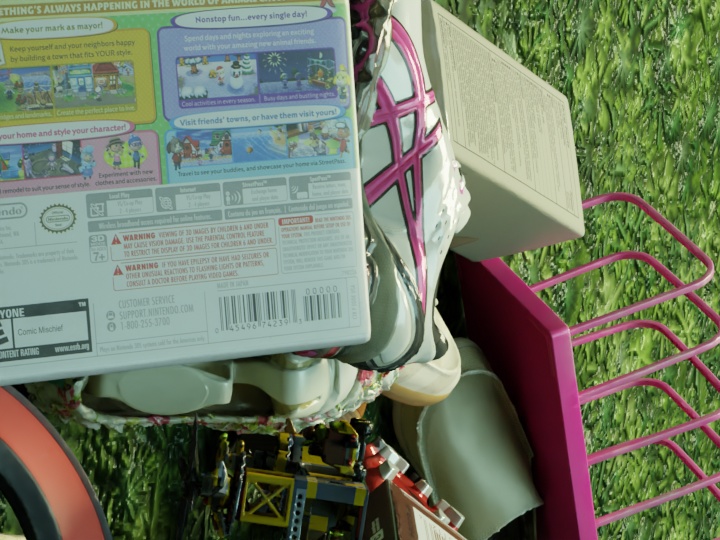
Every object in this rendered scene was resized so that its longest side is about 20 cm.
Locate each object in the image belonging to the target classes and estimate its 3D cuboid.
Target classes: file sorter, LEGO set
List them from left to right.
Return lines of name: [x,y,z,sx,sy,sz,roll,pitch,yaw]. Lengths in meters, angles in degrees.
LEGO set: [-0.066,0.155,1.199,0.154,0.115,0.202,-104,-157,-81]
file sorter: [0.153,0.073,1.643,0.125,0.139,0.201,-19,122,-15]

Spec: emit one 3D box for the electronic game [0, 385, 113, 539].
electronic game: [-0.183,0.116,1.088,0.199,0.042,0.201,23,49,-29]

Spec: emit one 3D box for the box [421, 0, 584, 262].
box: [0.053,-0.075,1.507,0.200,0.077,0.096,28,52,-60]

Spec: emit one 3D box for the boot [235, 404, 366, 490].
boot: [-0.042,0.006,1.389,0.200,0.076,0.156,54,43,-39]

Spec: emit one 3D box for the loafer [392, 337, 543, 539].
loafer: [0.075,0.126,1.613,0.075,0.068,0.201,-32,132,-17]

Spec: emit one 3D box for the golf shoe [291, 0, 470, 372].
golf shoe: [0.010,-0.052,1.265,0.092,0.072,0.202,12,80,-35]

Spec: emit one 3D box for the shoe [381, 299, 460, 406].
shoe: [0.000,0.000,1.347,0.200,0.053,0.070,46,33,-36]

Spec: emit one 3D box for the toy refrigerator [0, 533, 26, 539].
toy refrigerator: [-0.139,0.168,1.225,0.200,0.070,0.076,19,55,-62]

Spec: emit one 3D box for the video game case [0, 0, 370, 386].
video game case: [-0.093,-0.050,1.148,0.199,0.022,0.184,-6,94,-25]

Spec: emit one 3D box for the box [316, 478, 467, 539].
box: [-0.017,0.208,1.331,0.100,0.200,0.075,38,21,-24]

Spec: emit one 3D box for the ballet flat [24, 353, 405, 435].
ballet flat: [-0.061,0.051,1.265,0.199,0.064,0.076,-5,105,-21]

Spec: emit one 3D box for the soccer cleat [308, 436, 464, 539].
soccer cleat: [0.002,0.139,1.426,0.085,0.069,0.200,-47,-175,-2]
